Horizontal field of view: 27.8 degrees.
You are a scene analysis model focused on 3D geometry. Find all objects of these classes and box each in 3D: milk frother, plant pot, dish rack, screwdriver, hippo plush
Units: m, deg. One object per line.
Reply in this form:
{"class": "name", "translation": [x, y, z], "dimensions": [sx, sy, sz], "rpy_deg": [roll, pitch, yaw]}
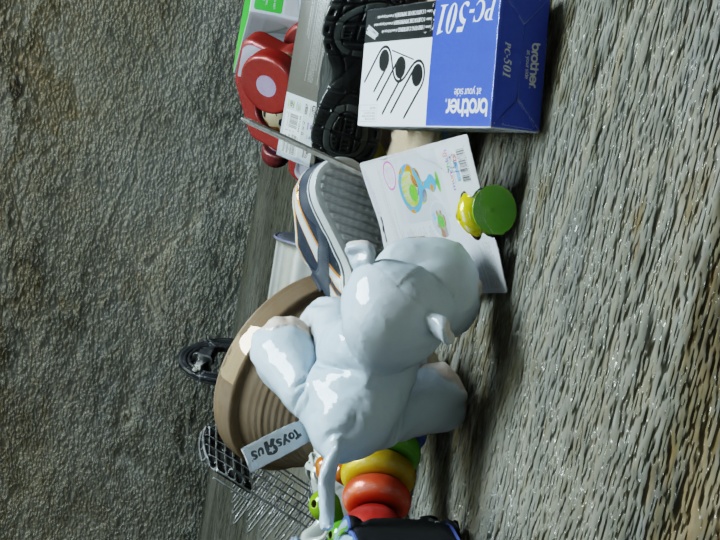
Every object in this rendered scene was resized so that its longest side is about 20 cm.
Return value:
{"class": "milk frother", "translation": [-0.096, 0.050, 1.628], "dimensions": [0.181, 0.199, 0.189], "rpy_deg": [-117, 36, -81]}
{"class": "plant pot", "translation": [-0.033, 0.112, 1.371], "dimensions": [0.093, 0.200, 0.202], "rpy_deg": [33, 122, 37]}
{"class": "dish rack", "translation": [-0.082, 0.231, 1.432], "dimensions": [0.055, 0.200, 0.153], "rpy_deg": [-53, 12, 5]}
{"class": "screwdriver", "translation": [-0.010, -0.081, 1.205], "dimensions": [0.028, 0.199, 0.029], "rpy_deg": [-42, 34, 54]}
{"class": "hippo plush", "translation": [0.000, 0.043, 1.042], "dimensions": [0.200, 0.159, 0.161], "rpy_deg": [-28, -34, -46]}

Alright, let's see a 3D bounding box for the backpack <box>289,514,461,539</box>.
{"class": "backpack", "translation": [0.003, 0.275, 0.979], "dimensions": [0.183, 0.146, 0.201], "rpy_deg": [-170, 85, -84]}

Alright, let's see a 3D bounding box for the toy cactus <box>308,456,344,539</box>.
{"class": "toy cactus", "translation": [0.007, 0.239, 1.233], "dimensions": [0.165, 0.102, 0.201], "rpy_deg": [75, -166, -62]}

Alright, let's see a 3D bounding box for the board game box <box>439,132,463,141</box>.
{"class": "board game box", "translation": [0.062, -0.127, 1.298], "dimensions": [0.136, 0.034, 0.201], "rpy_deg": [-104, 24, -65]}

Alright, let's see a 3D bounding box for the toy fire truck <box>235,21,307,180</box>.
{"class": "toy fire truck", "translation": [-0.048, -0.159, 1.543], "dimensions": [0.112, 0.199, 0.169], "rpy_deg": [-47, -21, -48]}

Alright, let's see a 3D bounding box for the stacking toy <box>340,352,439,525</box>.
{"class": "stacking toy", "translation": [0.017, 0.149, 1.145], "dimensions": [0.086, 0.085, 0.201], "rpy_deg": [109, 170, -50]}

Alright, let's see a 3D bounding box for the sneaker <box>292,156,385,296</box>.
{"class": "sneaker", "translation": [0.000, 0.000, 1.262], "dimensions": [0.079, 0.078, 0.201], "rpy_deg": [-6, 104, 65]}

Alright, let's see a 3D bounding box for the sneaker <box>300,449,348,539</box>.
{"class": "sneaker", "translation": [-0.008, 0.164, 1.303], "dimensions": [0.076, 0.080, 0.201], "rpy_deg": [-104, 18, -74]}

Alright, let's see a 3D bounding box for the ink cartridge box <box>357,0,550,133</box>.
{"class": "ink cartridge box", "translation": [0.064, -0.151, 1.075], "dimensions": [0.200, 0.044, 0.095], "rpy_deg": [12, 98, 62]}

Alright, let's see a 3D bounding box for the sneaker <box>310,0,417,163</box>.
{"class": "sneaker", "translation": [-0.004, -0.190, 1.233], "dimensions": [0.091, 0.075, 0.201], "rpy_deg": [-93, 18, -55]}

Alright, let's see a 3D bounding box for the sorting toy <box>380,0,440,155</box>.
{"class": "sorting toy", "translation": [0.049, -0.185, 1.233], "dimensions": [0.200, 0.036, 0.186], "rpy_deg": [-119, 38, -66]}

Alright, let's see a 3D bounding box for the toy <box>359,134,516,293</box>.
{"class": "toy", "translation": [0.067, -0.041, 1.116], "dimensions": [0.200, 0.047, 0.116], "rpy_deg": [177, 77, -71]}

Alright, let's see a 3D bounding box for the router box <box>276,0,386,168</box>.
{"class": "router box", "translation": [0.005, -0.202, 1.370], "dimensions": [0.052, 0.157, 0.201], "rpy_deg": [24, 113, 35]}

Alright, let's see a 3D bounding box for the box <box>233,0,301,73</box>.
{"class": "box", "translation": [-0.045, -0.286, 1.664], "dimensions": [0.200, 0.175, 0.097], "rpy_deg": [133, 146, -74]}
